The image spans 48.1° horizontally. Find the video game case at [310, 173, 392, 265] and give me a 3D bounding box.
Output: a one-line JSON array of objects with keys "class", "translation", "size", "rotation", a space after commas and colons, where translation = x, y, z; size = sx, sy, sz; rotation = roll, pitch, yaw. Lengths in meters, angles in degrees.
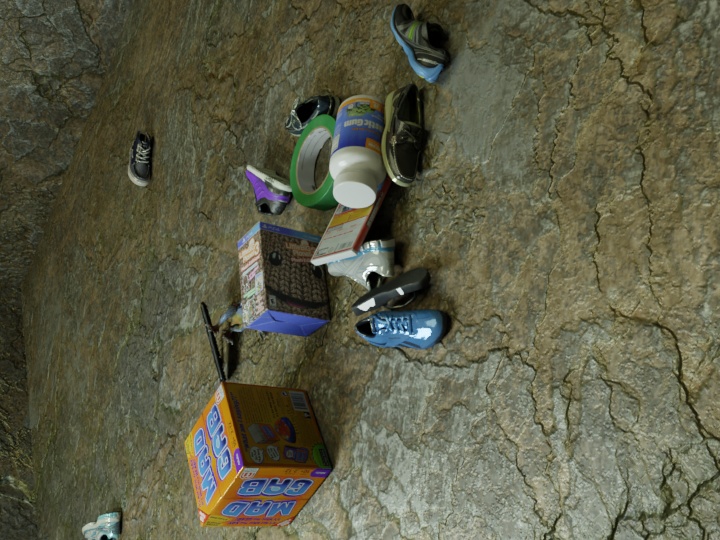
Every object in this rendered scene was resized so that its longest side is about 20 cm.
[{"class": "video game case", "translation": [-0.014, -0.104, 1.569], "size": [0.142, 0.017, 0.202], "rotation": [-13, 46, 53]}]

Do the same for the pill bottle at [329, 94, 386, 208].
[{"class": "pill bottle", "translation": [0.000, -0.224, 1.538], "size": [0.112, 0.111, 0.202], "rotation": [-32, 42, 46]}]

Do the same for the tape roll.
[{"class": "tape roll", "translation": [-0.081, -0.233, 1.746], "size": [0.200, 0.048, 0.203], "rotation": [-21, 64, 51]}]

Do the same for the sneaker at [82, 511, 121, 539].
[{"class": "sneaker", "translation": [-0.783, 0.797, 2.433], "size": [0.200, 0.077, 0.087], "rotation": [-42, 52, 41]}]

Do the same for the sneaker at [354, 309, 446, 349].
[{"class": "sneaker", "translation": [0.066, 0.102, 1.418], "size": [0.199, 0.078, 0.067], "rotation": [-11, 70, 52]}]

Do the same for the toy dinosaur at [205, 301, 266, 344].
[{"class": "toy dinosaur", "translation": [-0.282, 0.088, 1.915], "size": [0.181, 0.105, 0.201], "rotation": [-44, 31, 11]}]

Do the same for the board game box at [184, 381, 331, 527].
[{"class": "board game box", "translation": [-0.212, 0.373, 1.626], "size": [0.201, 0.198, 0.201], "rotation": [-55, 41, 30]}]

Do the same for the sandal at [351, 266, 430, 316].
[{"class": "sandal", "translation": [0.063, 0.044, 1.460], "size": [0.043, 0.076, 0.199], "rotation": [54, 141, -8]}]

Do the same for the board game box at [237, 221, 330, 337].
[{"class": "board game box", "translation": [-0.161, 0.021, 1.692], "size": [0.097, 0.158, 0.202], "rotation": [-35, 54, 43]}]

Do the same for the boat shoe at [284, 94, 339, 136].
[{"class": "boat shoe", "translation": [-0.123, -0.353, 1.827], "size": [0.199, 0.061, 0.076], "rotation": [-2, 81, 55]}]

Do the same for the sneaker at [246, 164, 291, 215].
[{"class": "sneaker", "translation": [-0.230, -0.186, 1.926], "size": [0.200, 0.069, 0.101], "rotation": [35, 112, 53]}]

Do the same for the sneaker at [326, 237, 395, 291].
[{"class": "sneaker", "translation": [0.000, 0.000, 1.549], "size": [0.199, 0.074, 0.088], "rotation": [-20, 79, 57]}]

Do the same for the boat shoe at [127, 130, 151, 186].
[{"class": "boat shoe", "translation": [-0.731, -0.377, 2.686], "size": [0.093, 0.074, 0.201], "rotation": [-59, 38, 37]}]

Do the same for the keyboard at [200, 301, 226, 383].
[{"class": "keyboard", "translation": [-0.362, 0.180, 1.992], "size": [0.127, 0.020, 0.203], "rotation": [139, 117, -75]}]

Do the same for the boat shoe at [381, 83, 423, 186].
[{"class": "boat shoe", "translation": [0.083, -0.257, 1.499], "size": [0.066, 0.071, 0.203], "rotation": [-33, 50, 52]}]

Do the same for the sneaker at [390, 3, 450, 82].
[{"class": "sneaker", "translation": [0.117, -0.436, 1.514], "size": [0.083, 0.070, 0.201], "rotation": [-41, 49, 23]}]
